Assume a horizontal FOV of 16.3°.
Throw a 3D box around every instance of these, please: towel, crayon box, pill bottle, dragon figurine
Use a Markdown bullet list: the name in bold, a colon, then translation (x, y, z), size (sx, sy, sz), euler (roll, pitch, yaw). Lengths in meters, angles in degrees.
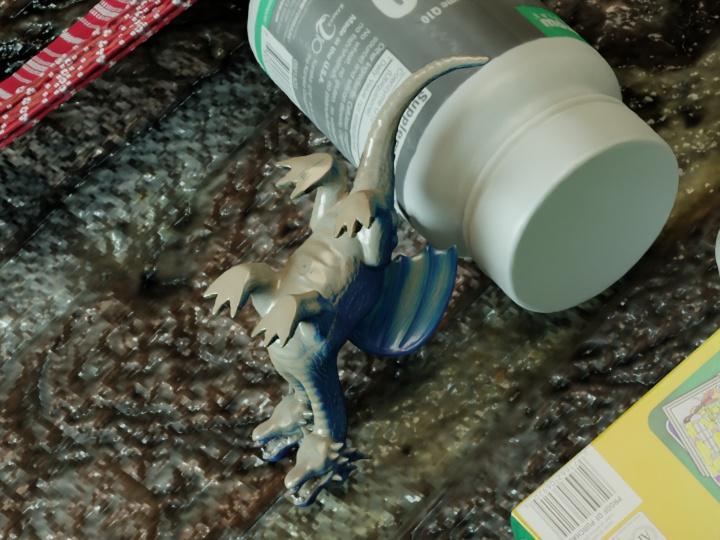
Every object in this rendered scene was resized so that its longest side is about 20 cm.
- **towel**: translation (-0.121, -0.117, 1.194), size (0.200, 0.023, 0.145), euler (-38, 13, -5)
- **crayon box**: translation (0.171, 0.078, 0.984), size (0.200, 0.058, 0.119), euler (-41, 72, -5)
- **pill bottle**: translation (0.046, -0.078, 1.135), size (0.113, 0.113, 0.200), euler (-34, 54, -13)
- **dragon figurine**: translation (0.000, 0.000, 1.069), size (0.059, 0.099, 0.200), euler (28, 87, 36)

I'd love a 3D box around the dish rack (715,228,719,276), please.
- **dish rack**: translation (0.258, 0.010, 1.065), size (0.199, 0.044, 0.172), euler (-10, 52, 5)
